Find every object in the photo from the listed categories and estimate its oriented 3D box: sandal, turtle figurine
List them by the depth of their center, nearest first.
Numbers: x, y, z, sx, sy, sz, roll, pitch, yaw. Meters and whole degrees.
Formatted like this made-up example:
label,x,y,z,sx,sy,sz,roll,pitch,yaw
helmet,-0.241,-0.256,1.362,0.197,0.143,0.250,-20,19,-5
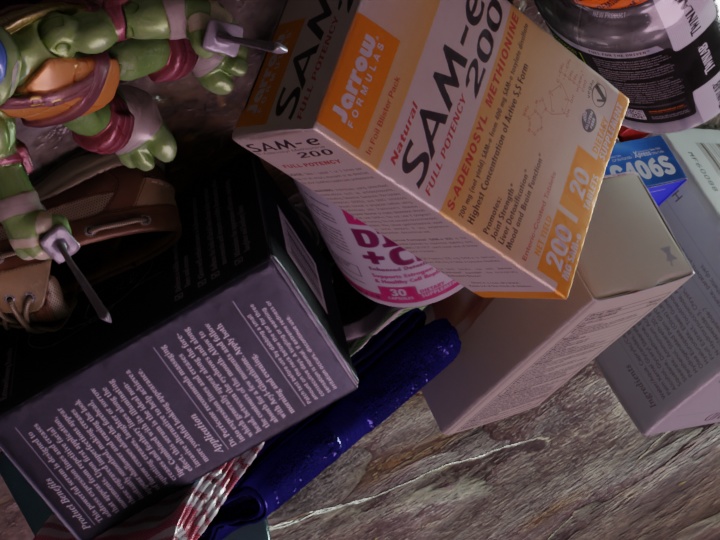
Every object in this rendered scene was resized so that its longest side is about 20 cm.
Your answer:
label,x,y,z,sx,sy,sz,roll,pitch,yaw
turtle figurine,-0.112,-0.068,0.815,0.194,0.198,0.145,-26,130,-70
sandal,0.000,0.000,1.154,0.074,0.046,0.200,-13,-167,14

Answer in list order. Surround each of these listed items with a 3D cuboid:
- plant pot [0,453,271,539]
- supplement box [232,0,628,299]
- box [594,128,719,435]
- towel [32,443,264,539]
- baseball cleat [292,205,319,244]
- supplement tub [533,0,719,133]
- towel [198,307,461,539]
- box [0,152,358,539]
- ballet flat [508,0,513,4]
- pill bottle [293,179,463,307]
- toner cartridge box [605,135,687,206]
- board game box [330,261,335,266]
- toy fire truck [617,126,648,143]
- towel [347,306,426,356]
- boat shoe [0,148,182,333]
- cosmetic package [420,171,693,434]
label,x,y,z,sx,sy,sz,roll,pitch,yaw
plant pot,-0.154,0.177,1.209,0.140,0.201,0.142,-14,153,-32
supplement box,0.043,-0.081,0.877,0.199,0.127,0.073,30,162,-36
box,0.294,0.006,1.404,0.198,0.201,0.171,-3,146,-49
towel,-0.130,0.125,1.049,0.145,0.030,0.200,-18,-157,34
baseball cleat,-0.063,0.013,1.158,0.106,0.070,0.200,-33,157,6
supplement tub,0.172,-0.171,1.008,0.122,0.123,0.200,-34,157,8
towel,-0.032,0.105,1.125,0.200,0.050,0.148,-37,180,-31
box,-0.117,0.045,1.008,0.199,0.149,0.107,-29,118,8
ballet flat,0.040,-0.190,0.888,0.070,0.071,0.200,-30,153,-1
pill bottle,0.014,-0.071,1.016,0.113,0.114,0.200,-30,147,-2
toner cartridge box,0.138,-0.044,1.196,0.199,0.043,0.095,-12,154,-40
board game box,0.043,0.006,1.321,0.199,0.029,0.135,-26,157,-12
toy fire truck,0.118,-0.088,1.200,0.199,0.049,0.141,-37,158,16
towel,0.010,0.051,1.241,0.199,0.023,0.153,-29,167,-49
boat shoe,-0.195,-0.003,0.964,0.199,0.074,0.076,-31,156,-1
cosmetic package,0.124,0.025,1.150,0.103,0.088,0.200,-11,156,-38
